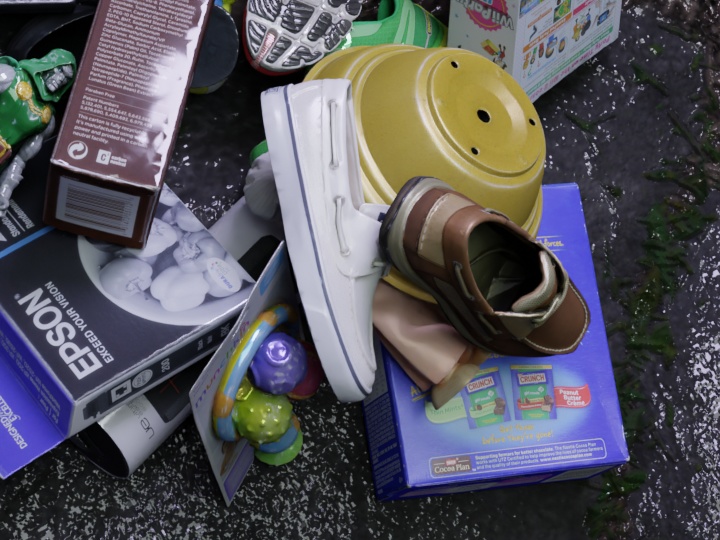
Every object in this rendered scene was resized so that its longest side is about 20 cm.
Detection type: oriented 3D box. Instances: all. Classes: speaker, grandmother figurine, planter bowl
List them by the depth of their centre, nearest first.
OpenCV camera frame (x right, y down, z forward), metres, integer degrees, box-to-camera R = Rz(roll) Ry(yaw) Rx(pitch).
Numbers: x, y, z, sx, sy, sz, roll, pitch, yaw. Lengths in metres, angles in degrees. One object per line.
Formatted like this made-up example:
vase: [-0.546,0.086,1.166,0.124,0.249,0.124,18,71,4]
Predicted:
grandmother figurine: [0.000,0.000,1.453,0.200,0.061,0.121,46,40,-2]
planter bowl: [0.060,-0.083,1.456,0.199,0.083,0.201,21,51,-28]
speaker: [-0.117,0.043,1.470,0.081,0.081,0.200,46,66,-3]

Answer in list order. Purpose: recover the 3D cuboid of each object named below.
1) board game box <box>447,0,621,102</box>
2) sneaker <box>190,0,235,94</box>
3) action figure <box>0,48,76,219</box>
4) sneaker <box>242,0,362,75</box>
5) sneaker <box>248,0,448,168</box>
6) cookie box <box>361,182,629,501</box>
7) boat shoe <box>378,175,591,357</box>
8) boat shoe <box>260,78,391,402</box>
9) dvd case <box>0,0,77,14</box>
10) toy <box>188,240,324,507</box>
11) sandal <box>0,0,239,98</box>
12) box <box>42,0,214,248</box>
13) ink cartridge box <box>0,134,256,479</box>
board game box: [0.128,-0.226,1.549,0.064,0.201,0.147,26,44,28]
sneaker: [-0.125,-0.227,1.543,0.104,0.076,0.201,13,72,-15]
action figure: [-0.248,-0.063,1.373,0.200,0.055,0.118,-49,138,-8]
sneaker: [-0.040,-0.204,1.554,0.077,0.085,0.201,27,53,-12]
sneaker: [-0.018,-0.126,1.557,0.084,0.074,0.200,49,57,-4]
cookie box: [0.083,0.048,1.541,0.170,0.075,0.201,-4,77,-21]
boat shoe: [0.090,0.009,1.387,0.200,0.074,0.076,31,81,-48]
boat shoe: [-0.008,-0.021,1.374,0.069,0.071,0.201,-13,86,6]
dvd case: [-0.290,-0.234,1.453,0.199,0.018,0.144,-3,72,-17]
toy: [-0.054,0.077,1.418,0.047,0.200,0.116,26,69,11]
sandal: [-0.181,-0.151,1.484,0.199,0.048,0.076,-6,99,0]
box: [-0.140,-0.126,1.402,0.074,0.100,0.201,14,67,-5]
ink cartridge box: [-0.195,0.010,1.419,0.199,0.044,0.198,-31,57,-21]
